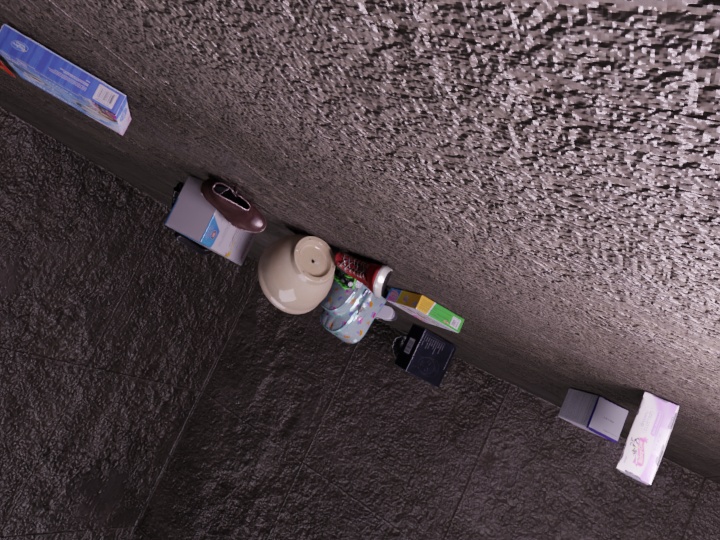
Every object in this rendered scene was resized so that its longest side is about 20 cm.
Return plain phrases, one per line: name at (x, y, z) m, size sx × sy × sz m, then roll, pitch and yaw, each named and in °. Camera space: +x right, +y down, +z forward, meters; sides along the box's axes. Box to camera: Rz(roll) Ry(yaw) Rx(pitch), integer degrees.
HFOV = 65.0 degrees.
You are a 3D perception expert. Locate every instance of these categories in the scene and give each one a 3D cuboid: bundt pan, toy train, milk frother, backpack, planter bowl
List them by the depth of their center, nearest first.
planter bowl at (-0.144, -0.007, 1.431) m, size 0.198 × 0.204 × 0.134 m, roll 29°, pitch 146°, yaw -22°
toy train at (-0.048, 0.005, 1.502) m, size 0.055 × 0.043 × 0.200 m, roll 10°, pitch -165°, yaw -25°
backpack at (-0.032, 0.106, 1.689) m, size 0.152 × 0.203 × 0.174 m, roll 31°, pitch 173°, yaw -36°
milk frother at (-0.491, -0.177, 1.777) m, size 0.187 × 0.179 × 0.203 m, roll 34°, pitch -147°, yaw -46°
bundt pan at (0.291, 0.473, 3.392) m, size 0.199 × 0.206 × 0.075 m, roll 23°, pitch -152°, yaw 27°

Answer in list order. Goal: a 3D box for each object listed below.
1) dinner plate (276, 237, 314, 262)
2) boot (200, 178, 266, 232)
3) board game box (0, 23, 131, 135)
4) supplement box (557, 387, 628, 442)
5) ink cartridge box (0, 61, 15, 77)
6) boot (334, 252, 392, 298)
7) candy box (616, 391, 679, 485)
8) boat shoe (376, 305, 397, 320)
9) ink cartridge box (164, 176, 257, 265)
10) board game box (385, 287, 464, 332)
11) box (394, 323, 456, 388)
dinner plate at (-0.158, -0.006, 1.535) m, size 0.198 × 0.203 × 0.024 m, roll 30°, pitch 137°, yaw -23°
boot at (-0.288, -0.145, 1.339) m, size 0.199 × 0.073 × 0.166 m, roll 35°, pitch 173°, yaw -28°
board game box at (-0.505, -0.321, 0.985) m, size 0.197 × 0.044 × 0.198 m, roll 30°, pitch 174°, yaw -19°
supplement box at (0.700, 0.434, 1.712) m, size 0.100 × 0.105 × 0.200 m, roll 26°, pitch 172°, yaw -3°
ink cartridge box at (-0.876, -0.481, 1.226) m, size 0.198 × 0.051 × 0.162 m, roll 33°, pitch 172°, yaw -19°
boot at (0.000, 0.000, 1.331) m, size 0.142 × 0.074 × 0.200 m, roll 28°, pitch 177°, yaw 1°
candy box at (0.620, 0.368, 1.220) m, size 0.071 × 0.171 × 0.200 m, roll 21°, pitch 172°, yaw 32°
boat shoe at (0.065, 0.162, 2.346) m, size 0.197 × 0.073 × 0.068 m, roll 14°, pitch 167°, yaw 33°
ink cartridge box at (-0.393, -0.132, 1.541) m, size 0.144 × 0.149 × 0.200 m, roll 22°, pitch 172°, yaw 26°
board game box at (0.175, 0.108, 1.575) m, size 0.151 × 0.041 × 0.199 m, roll 30°, pitch 173°, yaw -21°
box at (0.286, 0.374, 2.483) m, size 0.194 × 0.203 × 0.123 m, roll 30°, pitch 174°, yaw -24°
